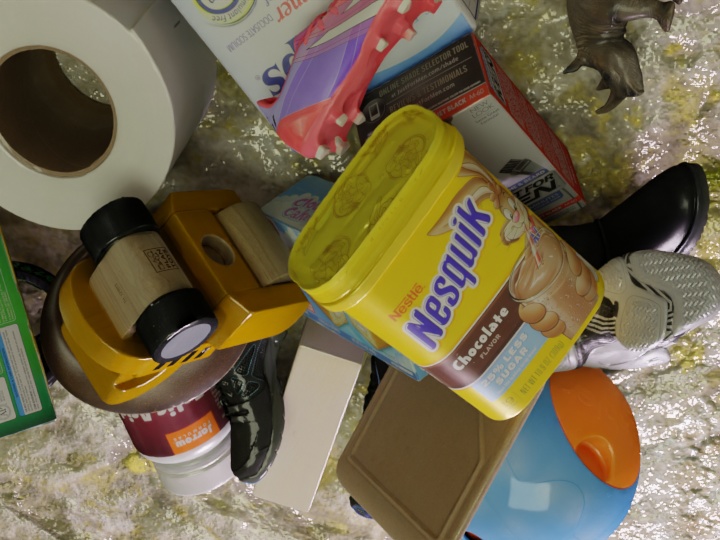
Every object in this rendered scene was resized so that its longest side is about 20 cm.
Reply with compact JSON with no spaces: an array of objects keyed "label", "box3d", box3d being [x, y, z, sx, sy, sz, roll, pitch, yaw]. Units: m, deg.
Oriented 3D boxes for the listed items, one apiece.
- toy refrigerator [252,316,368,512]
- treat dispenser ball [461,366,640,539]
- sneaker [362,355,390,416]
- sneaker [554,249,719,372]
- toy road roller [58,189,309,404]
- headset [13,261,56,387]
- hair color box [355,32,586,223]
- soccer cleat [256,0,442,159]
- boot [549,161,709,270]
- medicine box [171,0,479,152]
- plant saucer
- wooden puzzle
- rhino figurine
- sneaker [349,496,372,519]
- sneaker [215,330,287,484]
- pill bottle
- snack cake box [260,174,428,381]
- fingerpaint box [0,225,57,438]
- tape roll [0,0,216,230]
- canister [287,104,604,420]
[{"label":"toy refrigerator","box3d":[-0.047,0.139,1.053,0.069,0.076,0.202,17,122,-2]},{"label":"treat dispenser ball","box3d":[0.154,0.167,0.965,0.198,0.202,0.203,4,122,6]},{"label":"sneaker","box3d":[0.031,0.127,1.037,0.077,0.070,0.202,-11,116,13]},{"label":"sneaker","box3d":[0.228,0.034,0.855,0.114,0.076,0.199,1,163,-36]},{"label":"toy road roller","box3d":[-0.155,0.025,0.862,0.146,0.199,0.123,-46,71,32]},{"label":"headset","box3d":[-0.362,0.082,1.082,0.122,0.094,0.202,27,106,-8]},{"label":"hair color box","box3d":[0.091,-0.091,0.843,0.110,0.065,0.200,-26,147,22]},{"label":"soccer cleat","box3d":[-0.005,-0.172,0.746,0.076,0.067,0.201,39,116,15]},{"label":"boot","box3d":[0.163,-0.027,0.864,0.197,0.066,0.166,0,147,-15]},{"label":"medicine box","box3d":[-0.034,-0.230,0.810,0.181,0.103,0.201,-31,112,24]},{"label":"plant saucer","box3d":[-0.192,0.028,0.939,0.197,0.203,0.032,4,149,6]},{"label":"wooden puzzle","box3d":[0.066,0.134,0.898,0.037,0.185,0.202,22,95,-32]},{"label":"rhino figurine","box3d":[0.201,-0.214,0.808,0.086,0.060,0.202,18,125,20]},{"label":"sneaker","box3d":[0.085,0.246,1.102,0.197,0.076,0.079,0,125,11]},{"label":"sneaker","box3d":[-0.116,0.099,0.996,0.081,0.073,0.203,3,90,-28]},{"label":"pill bottle","box3d":[-0.187,0.114,1.035,0.113,0.115,0.202,-11,119,15]},{"label":"snack cake box","box3d":[0.000,0.000,0.893,0.067,0.199,0.116,-34,119,-19]},{"label":"fingerpaint box","box3d":[-0.338,0.034,0.942,0.072,0.167,0.203,-17,100,-18]},{"label":"tape roll","box3d":[-0.229,-0.155,0.864,0.199,0.140,0.205,3,121,6]},{"label":"canister","box3d":[0.068,0.001,0.758,0.199,0.086,0.149,37,91,-30]}]
